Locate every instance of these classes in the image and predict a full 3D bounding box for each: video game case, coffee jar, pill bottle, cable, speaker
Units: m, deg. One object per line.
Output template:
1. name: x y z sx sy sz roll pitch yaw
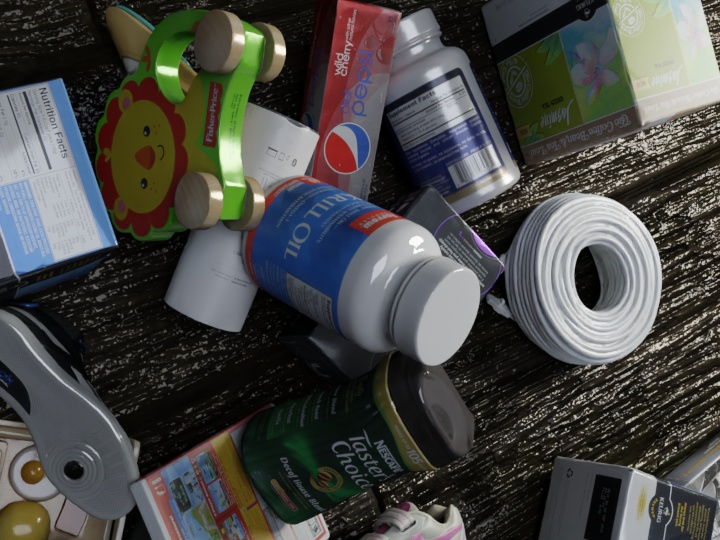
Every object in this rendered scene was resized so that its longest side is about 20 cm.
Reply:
1. video game case: -0.107 0.216 0.748 0.199 0.017 0.145 -21 87 -62
2. coffee jar: -0.002 0.145 0.745 0.198 0.086 0.105 -27 110 20
3. pill bottle: 0.000 0.000 0.710 0.111 0.198 0.114 -28 130 -38
4. cable: 0.262 0.007 0.979 0.199 0.069 0.201 40 71 -16
5. speaker: -0.111 -0.048 0.779 0.080 0.081 0.203 21 94 -21
6. pill bottle: 0.081 -0.165 0.889 0.110 0.111 0.202 -28 96 -24

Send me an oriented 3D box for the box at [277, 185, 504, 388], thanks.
1. box: 0.031 0.032 0.850 0.122 0.106 0.201 44 70 -13

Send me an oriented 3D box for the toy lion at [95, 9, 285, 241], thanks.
1. toy lion: -0.163 -0.122 0.728 0.068 0.190 0.204 -4 107 -51

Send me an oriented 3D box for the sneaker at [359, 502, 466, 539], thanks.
1. sneaker: 0.030 0.282 0.843 0.198 0.081 0.090 2 78 -40

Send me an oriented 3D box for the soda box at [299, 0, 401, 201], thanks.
1. soda box: -0.019 -0.161 0.832 0.069 0.063 0.204 4 106 -24

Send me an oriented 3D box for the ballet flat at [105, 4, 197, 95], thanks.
1. ballet flat: -0.171 -0.166 0.799 0.199 0.068 0.064 38 76 -16

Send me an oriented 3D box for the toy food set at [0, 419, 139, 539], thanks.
1. toy food set: -0.300 0.203 0.710 0.197 0.060 0.146 14 80 -23

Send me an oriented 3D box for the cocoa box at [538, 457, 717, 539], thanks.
1. cocoa box: 0.281 0.323 0.915 0.130 0.133 0.203 20 77 -22

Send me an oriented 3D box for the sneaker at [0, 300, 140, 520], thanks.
1. sneaker: -0.243 0.106 0.715 0.073 0.112 0.201 -33 99 5

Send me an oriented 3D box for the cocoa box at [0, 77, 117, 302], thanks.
1. cocoa box: -0.284 -0.049 0.663 0.130 0.199 0.136 -20 93 -25

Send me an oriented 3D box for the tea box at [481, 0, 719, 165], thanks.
1. tea box: 0.262 -0.243 0.930 0.132 0.199 0.200 -19 92 -25

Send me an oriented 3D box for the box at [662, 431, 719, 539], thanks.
1. box: 0.464 0.325 1.054 0.157 0.048 0.203 -27 96 -25

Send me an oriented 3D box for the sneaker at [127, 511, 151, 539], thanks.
1. sneaker: -0.120 0.248 0.784 0.198 0.070 0.101 25 63 -29
